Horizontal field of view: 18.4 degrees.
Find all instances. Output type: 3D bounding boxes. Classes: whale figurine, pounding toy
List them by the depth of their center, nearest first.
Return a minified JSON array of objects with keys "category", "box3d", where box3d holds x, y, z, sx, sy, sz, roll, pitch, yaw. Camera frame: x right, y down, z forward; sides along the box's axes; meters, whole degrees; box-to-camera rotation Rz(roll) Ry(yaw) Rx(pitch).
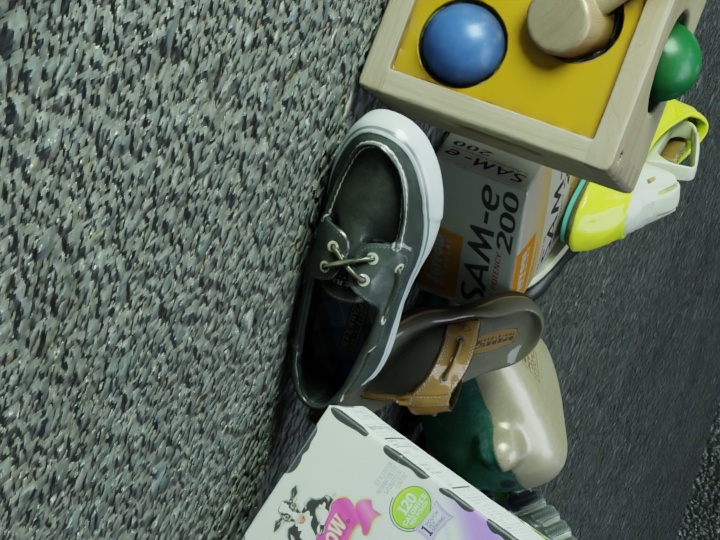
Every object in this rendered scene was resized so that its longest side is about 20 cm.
[{"category":"pounding toy","box3d":[0.126,-0.155,1.276,0.184,0.200,0.142,-69,164,0]},{"category":"whale figurine","box3d":[0.081,0.084,1.648,0.200,0.104,0.159,54,25,-48]}]

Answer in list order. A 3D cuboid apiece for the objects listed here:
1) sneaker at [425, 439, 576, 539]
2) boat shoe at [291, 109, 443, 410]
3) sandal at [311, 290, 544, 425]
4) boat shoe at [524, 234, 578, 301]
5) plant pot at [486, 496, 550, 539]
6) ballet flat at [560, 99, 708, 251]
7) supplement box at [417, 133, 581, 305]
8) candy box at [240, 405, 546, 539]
[{"category":"sneaker","box3d":[0.108,0.218,1.749,0.075,0.200,0.116,-14,146,-23]},{"category":"boat shoe","box3d":[0.000,0.000,1.301,0.057,0.069,0.200,-50,158,-48]},{"category":"sandal","box3d":[0.055,0.066,1.474,0.200,0.055,0.082,-12,136,-41]},{"category":"boat shoe","box3d":[0.138,-0.026,1.667,0.201,0.074,0.063,-63,145,-54]},{"category":"plant pot","box3d":[0.062,0.258,1.550,0.193,0.200,0.200,-56,163,-4]},{"category":"ballet flat","box3d":[0.208,-0.072,1.628,0.200,0.067,0.067,-52,155,-51]},{"category":"supplement box","box3d":[0.117,-0.079,1.572,0.200,0.074,0.126,-55,159,-41]},{"category":"candy box","box3d":[0.022,0.203,1.328,0.168,0.200,0.072,-57,164,6]}]
